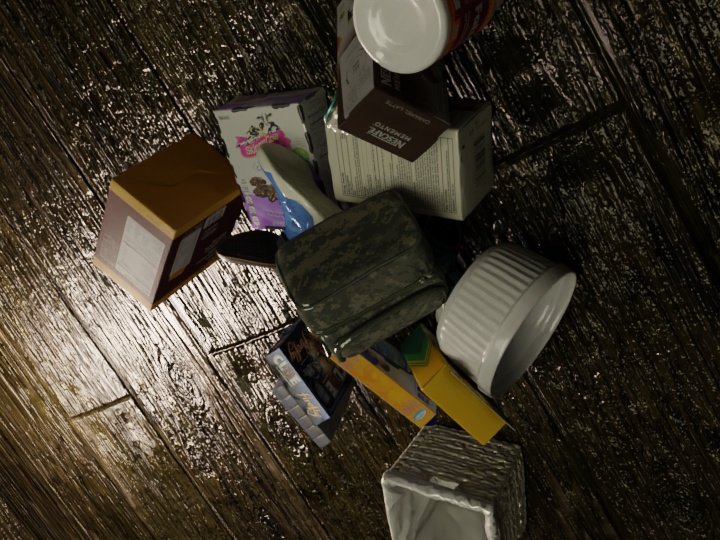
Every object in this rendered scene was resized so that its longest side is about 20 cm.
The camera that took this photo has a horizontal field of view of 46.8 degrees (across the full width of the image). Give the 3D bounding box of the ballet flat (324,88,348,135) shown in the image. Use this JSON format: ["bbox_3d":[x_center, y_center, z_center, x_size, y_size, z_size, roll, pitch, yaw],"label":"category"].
[{"bbox_3d":[-0.002,-0.230,1.067,0.071,0.201,0.072,5,132,6],"label":"ballet flat"}]

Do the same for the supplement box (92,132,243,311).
[{"bbox_3d":[-0.309,-0.081,1.367,0.132,0.197,0.201,38,133,8],"label":"supplement box"}]

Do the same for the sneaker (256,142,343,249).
[{"bbox_3d":[-0.097,-0.080,1.177,0.200,0.077,0.111,47,126,15],"label":"sneaker"}]

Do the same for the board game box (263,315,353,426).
[{"bbox_3d":[-0.069,0.143,1.345,0.034,0.200,0.136,-32,99,25],"label":"board game box"}]

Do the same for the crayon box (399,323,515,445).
[{"bbox_3d":[0.129,0.160,1.159,0.126,0.200,0.052,43,95,-15],"label":"crayon box"}]

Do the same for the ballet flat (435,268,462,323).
[{"bbox_3d":[0.149,0.083,1.235,0.069,0.070,0.201,-9,125,39],"label":"ballet flat"}]

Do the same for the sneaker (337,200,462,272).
[{"bbox_3d":[0.066,-0.079,1.179,0.200,0.084,0.121,38,139,-3],"label":"sneaker"}]

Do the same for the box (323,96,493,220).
[{"bbox_3d":[0.067,-0.158,1.110,0.199,0.109,0.129,13,126,29],"label":"box"}]

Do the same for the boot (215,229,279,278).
[{"bbox_3d":[-0.131,-0.007,1.330,0.198,0.075,0.097,2,138,-9],"label":"boot"}]

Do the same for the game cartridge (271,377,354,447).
[{"bbox_3d":[-0.071,0.186,1.371,0.038,0.200,0.130,-28,106,24],"label":"game cartridge"}]

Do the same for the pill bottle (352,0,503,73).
[{"bbox_3d":[0.087,-0.305,0.933,0.113,0.200,0.115,18,129,25],"label":"pill bottle"}]

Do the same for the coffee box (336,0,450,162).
[{"bbox_3d":[0.036,-0.246,0.993,0.114,0.201,0.080,20,142,-28],"label":"coffee box"}]

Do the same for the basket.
[{"bbox_3d":[0.163,0.388,1.372,0.197,0.161,0.201,9,123,31],"label":"basket"}]

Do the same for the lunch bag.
[{"bbox_3d":[0.014,0.018,1.080,0.168,0.199,0.140,60,180,-45],"label":"lunch bag"}]

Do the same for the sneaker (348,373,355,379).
[{"bbox_3d":[0.068,0.157,1.336,0.199,0.088,0.076,0,117,34],"label":"sneaker"}]

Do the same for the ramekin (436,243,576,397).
[{"bbox_3d":[0.190,0.059,1.114,0.105,0.200,0.201,35,134,25],"label":"ramekin"}]

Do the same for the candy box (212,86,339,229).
[{"bbox_3d":[-0.113,-0.165,1.258,0.167,0.072,0.201,3,121,34],"label":"candy box"}]

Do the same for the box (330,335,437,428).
[{"bbox_3d":[0.047,0.145,1.230,0.199,0.119,0.042,37,114,-11],"label":"box"}]
